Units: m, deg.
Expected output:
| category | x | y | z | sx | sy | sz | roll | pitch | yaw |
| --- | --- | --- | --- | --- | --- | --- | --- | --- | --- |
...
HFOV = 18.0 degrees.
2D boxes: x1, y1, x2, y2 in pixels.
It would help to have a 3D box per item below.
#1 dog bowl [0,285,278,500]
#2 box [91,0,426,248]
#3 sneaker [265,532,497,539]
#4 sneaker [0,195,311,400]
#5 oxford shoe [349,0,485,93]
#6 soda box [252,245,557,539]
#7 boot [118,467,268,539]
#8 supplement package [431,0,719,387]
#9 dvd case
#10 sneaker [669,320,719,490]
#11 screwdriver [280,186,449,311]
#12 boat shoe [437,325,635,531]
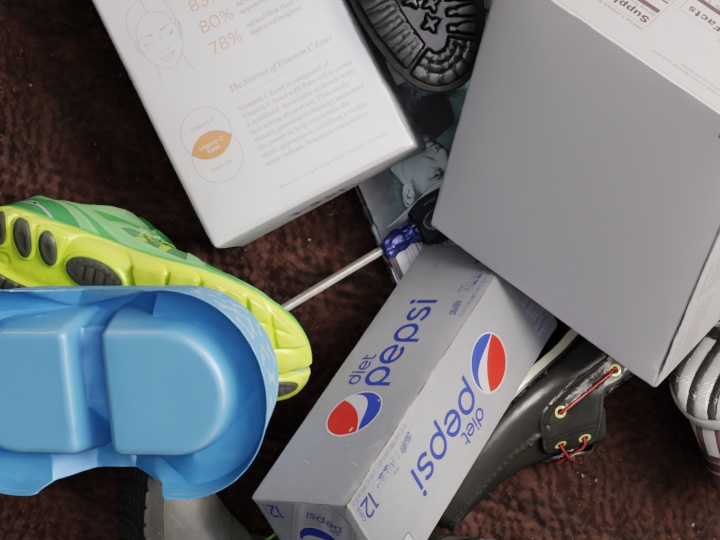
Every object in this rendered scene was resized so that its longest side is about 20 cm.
| category | x | y | z | sx | sy | sz | roll | pitch | yaw |
| --- | --- | --- | --- | --- | --- | --- | --- | --- | --- |
| dog bowl | -0.134 | 0.059 | 1.190 | 0.199 | 0.050 | 0.112 | -1 | 103 | 19 |
| box | -0.064 | -0.129 | 1.247 | 0.124 | 0.097 | 0.201 | -26 | 89 | 6 |
| sneaker | 0.027 | 0.169 | 1.234 | 0.199 | 0.084 | 0.077 | 1 | 80 | -28 |
| sneaker | -0.113 | 0.005 | 1.244 | 0.199 | 0.084 | 0.074 | 25 | 120 | 5 |
| oxford shoe | 0.015 | -0.180 | 1.217 | 0.072 | 0.084 | 0.201 | -22 | 74 | -1 |
| soda box | 0.027 | 0.073 | 1.212 | 0.200 | 0.068 | 0.064 | -56 | 129 | -36 |
| boot | -0.066 | 0.156 | 1.266 | 0.130 | 0.068 | 0.201 | 2 | 85 | -20 |
| supplement package | 0.142 | -0.071 | 1.158 | 0.156 | 0.200 | 0.111 | 37 | 54 | 17 |
| dvd case | 0.046 | -0.108 | 1.313 | 0.145 | 0.022 | 0.201 | -24 | 88 | -9 |
| sneaker | 0.241 | 0.049 | 1.309 | 0.200 | 0.075 | 0.116 | -46 | 137 | -34 |
| screwdriver | 0.000 | 0.000 | 1.276 | 0.200 | 0.028 | 0.029 | -35 | 64 | -8 |
| boat shoe | 0.113 | 0.076 | 1.280 | 0.201 | 0.074 | 0.063 | -44 | 84 | -13 |
